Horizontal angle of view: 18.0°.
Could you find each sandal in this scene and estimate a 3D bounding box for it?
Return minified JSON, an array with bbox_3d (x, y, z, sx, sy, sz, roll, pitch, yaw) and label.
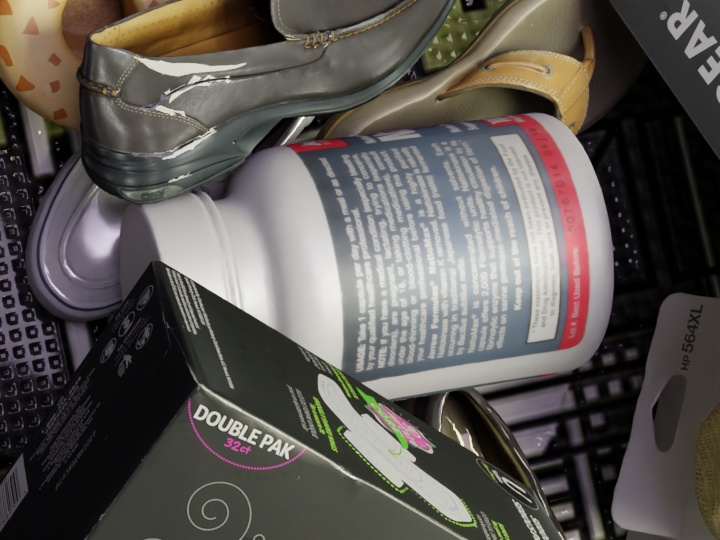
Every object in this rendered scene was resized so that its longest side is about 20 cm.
[{"bbox_3d":[0.067,-0.076,1.088,0.199,0.054,0.081,-30,120,-17],"label":"sandal"}]

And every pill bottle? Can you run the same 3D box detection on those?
[{"bbox_3d":[0.000,0.000,1.006,0.198,0.120,0.121,-8,85,-19],"label":"pill bottle"}]

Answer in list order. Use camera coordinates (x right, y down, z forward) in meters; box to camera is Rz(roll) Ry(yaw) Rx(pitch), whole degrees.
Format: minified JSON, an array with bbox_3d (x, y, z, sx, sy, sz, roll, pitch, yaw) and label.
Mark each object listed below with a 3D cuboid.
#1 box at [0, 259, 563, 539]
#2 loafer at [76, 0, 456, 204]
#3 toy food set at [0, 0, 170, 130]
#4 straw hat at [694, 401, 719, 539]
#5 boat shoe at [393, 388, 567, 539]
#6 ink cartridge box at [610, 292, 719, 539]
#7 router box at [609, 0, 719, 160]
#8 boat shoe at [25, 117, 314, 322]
[{"bbox_3d":[-0.031,0.122,0.872,0.199,0.124,0.149,32,102,-22],"label":"box"},{"bbox_3d":[-0.036,-0.104,0.982,0.199,0.073,0.073,-35,138,-29],"label":"loafer"},{"bbox_3d":[-0.106,-0.175,0.979,0.200,0.049,0.198,-41,122,-5],"label":"toy food set"},{"bbox_3d":[0.189,0.087,0.967,0.201,0.085,0.202,37,29,-24],"label":"straw hat"},{"bbox_3d":[0.065,0.143,1.064,0.073,0.065,0.201,-28,92,-19],"label":"boat shoe"},{"bbox_3d":[0.229,0.095,1.093,0.198,0.125,0.130,18,77,-15],"label":"ink cartridge box"},{"bbox_3d":[0.216,-0.067,1.062,0.157,0.052,0.201,17,34,-43],"label":"router box"},{"bbox_3d":[-0.077,-0.060,1.046,0.073,0.065,0.200,41,72,-9],"label":"boat shoe"}]
